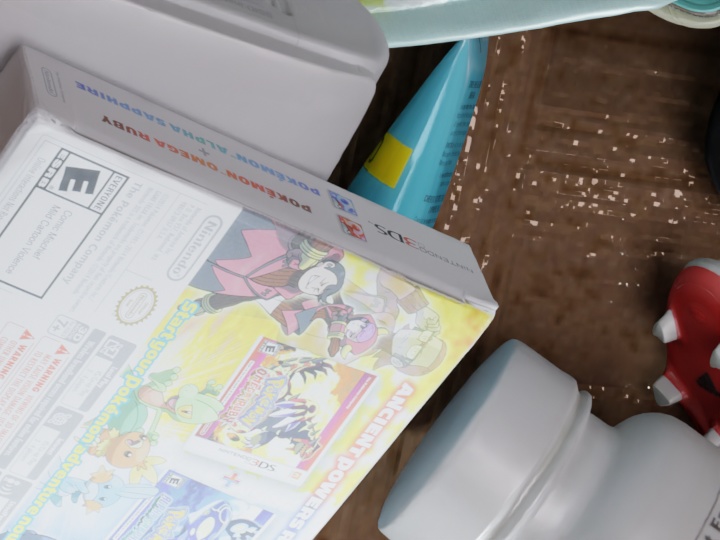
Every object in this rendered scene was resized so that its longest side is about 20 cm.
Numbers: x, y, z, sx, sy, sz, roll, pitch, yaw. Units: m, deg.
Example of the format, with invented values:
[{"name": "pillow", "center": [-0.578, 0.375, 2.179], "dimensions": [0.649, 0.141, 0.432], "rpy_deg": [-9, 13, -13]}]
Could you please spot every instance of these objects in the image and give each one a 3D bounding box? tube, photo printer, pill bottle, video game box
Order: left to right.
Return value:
[{"name": "photo printer", "center": [-0.106, -0.025, 0.976], "dimensions": [0.166, 0.070, 0.200], "rpy_deg": [18, 120, -25]}, {"name": "video game box", "center": [-0.084, 0.041, 0.959], "dimensions": [0.182, 0.047, 0.200], "rpy_deg": [25, 118, -28]}, {"name": "tube", "center": [0.000, 0.000, 1.059], "dimensions": [0.050, 0.077, 0.201], "rpy_deg": [27, 97, -1]}, {"name": "pill bottle", "center": [0.111, 0.120, 1.086], "dimensions": [0.200, 0.114, 0.115], "rpy_deg": [36, 90, -4]}]

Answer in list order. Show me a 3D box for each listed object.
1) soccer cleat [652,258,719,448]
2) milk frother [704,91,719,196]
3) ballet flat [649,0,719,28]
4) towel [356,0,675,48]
[{"name": "soccer cleat", "center": [0.180, 0.066, 1.154], "dimensions": [0.085, 0.069, 0.200], "rpy_deg": [-36, 119, -18]}, {"name": "milk frother", "center": [0.252, -0.078, 1.109], "dimensions": [0.200, 0.180, 0.188], "rpy_deg": [-37, 157, -39]}, {"name": "ballet flat", "center": [0.059, -0.156, 1.033], "dimensions": [0.200, 0.069, 0.070], "rpy_deg": [36, 90, -5]}, {"name": "towel", "center": [0.012, -0.162, 0.978], "dimensions": [0.199, 0.048, 0.172], "rpy_deg": [-7, 111, 13]}]
